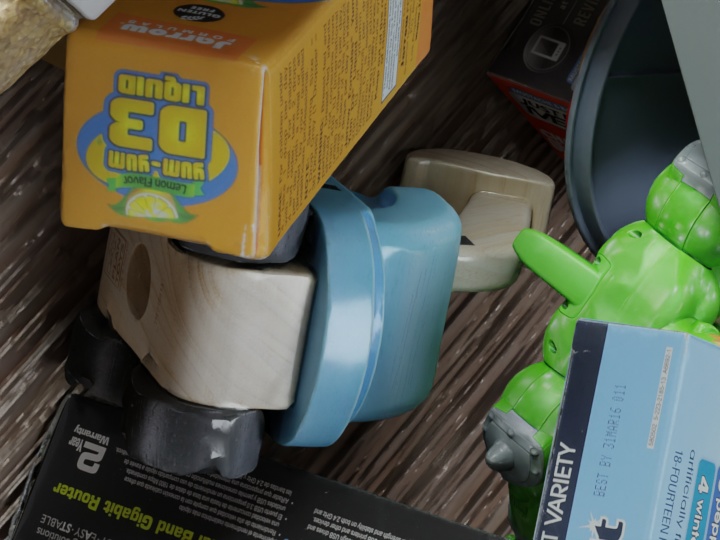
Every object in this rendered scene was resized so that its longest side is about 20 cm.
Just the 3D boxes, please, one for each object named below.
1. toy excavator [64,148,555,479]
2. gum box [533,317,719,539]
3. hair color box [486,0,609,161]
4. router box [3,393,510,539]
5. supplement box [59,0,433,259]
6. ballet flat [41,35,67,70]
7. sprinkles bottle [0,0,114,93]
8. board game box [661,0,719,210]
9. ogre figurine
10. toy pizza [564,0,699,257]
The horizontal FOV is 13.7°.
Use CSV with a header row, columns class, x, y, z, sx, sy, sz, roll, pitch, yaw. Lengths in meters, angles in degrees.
class,x,y,z,sx,sy,sz,roll,pitch,yaw
toy excavator,0.000,0.000,1.043,0.200,0.194,0.100,5,107,-23
gum box,0.120,0.120,0.989,0.200,0.045,0.170,23,76,-55
hair color box,0.142,-0.070,1.222,0.111,0.064,0.200,-59,141,-9
router box,0.000,0.112,1.034,0.150,0.200,0.062,30,78,-53
supplement box,-0.030,-0.072,0.943,0.200,0.067,0.069,-57,155,-61
ballet flat,-0.125,-0.126,0.882,0.063,0.069,0.200,-25,130,-5
sprinkles bottle,-0.150,-0.044,0.829,0.200,0.068,0.068,-44,141,2
board game box,0.193,-0.098,1.049,0.200,0.064,0.148,-34,114,-43
ogre figurine,0.105,0.024,1.085,0.200,0.098,0.120,-37,158,12
toy pizza,0.149,-0.084,1.135,0.200,0.032,0.200,-25,133,-29
